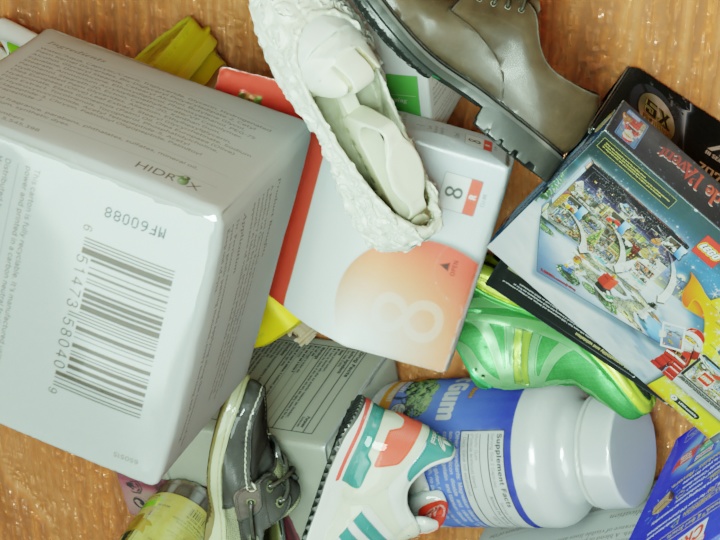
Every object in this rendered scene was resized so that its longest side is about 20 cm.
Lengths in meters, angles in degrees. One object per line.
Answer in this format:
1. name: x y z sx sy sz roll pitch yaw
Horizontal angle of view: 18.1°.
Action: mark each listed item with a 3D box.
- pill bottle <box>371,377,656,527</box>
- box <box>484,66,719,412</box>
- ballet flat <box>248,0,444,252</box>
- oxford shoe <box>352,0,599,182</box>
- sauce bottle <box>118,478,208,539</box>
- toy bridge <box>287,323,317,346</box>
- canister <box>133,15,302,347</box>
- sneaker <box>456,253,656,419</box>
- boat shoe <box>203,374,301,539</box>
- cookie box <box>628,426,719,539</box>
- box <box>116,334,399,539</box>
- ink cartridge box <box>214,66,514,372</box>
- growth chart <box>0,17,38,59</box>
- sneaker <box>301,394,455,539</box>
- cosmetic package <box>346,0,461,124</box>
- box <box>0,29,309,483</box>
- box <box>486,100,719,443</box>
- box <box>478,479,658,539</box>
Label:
1. pill bottle: 0.109 0.132 1.649 0.199 0.112 0.112 -5 122 31
2. box: 0.212 -0.009 1.498 0.200 0.086 0.164 33 133 3
3. ballet flat: 0.000 -0.101 1.399 0.072 0.072 0.200 -15 112 37
4. oxford shoe: 0.065 -0.150 1.402 0.200 0.073 0.084 40 95 -11
5. sauce bottle: -0.168 0.238 1.653 0.064 0.200 0.065 16 132 19
6. toy bridge: 0.000 0.000 1.640 0.027 0.067 0.200 42 134 -5
7. canister: -0.099 -0.061 1.596 0.086 0.149 0.200 -31 108 36
8. sneaker: 0.121 0.053 1.594 0.200 0.074 0.084 31 108 21
9. boat shoe: -0.074 0.156 1.630 0.066 0.072 0.201 13 130 7
10. cookie box: 0.259 0.163 1.525 0.075 0.200 0.171 42 134 -5
11. box: -0.078 0.125 1.740 0.199 0.128 0.109 7 128 26
12. ink cartridge box: -0.015 -0.033 1.489 0.199 0.050 0.163 14 118 -4
13. growth chart: -0.228 -0.089 1.687 0.144 0.018 0.201 18 125 50
14. sneaker: 0.009 0.184 1.615 0.093 0.070 0.200 19 122 1
15. cosmetic package: 0.005 -0.191 1.476 0.107 0.085 0.201 7 129 20
16. box: -0.165 -0.014 1.434 0.199 0.171 0.200 21 118 11
17. box: 0.197 0.004 1.430 0.200 0.038 0.137 41 134 -4
18. box: 0.188 0.293 1.686 0.199 0.171 0.200 -18 114 38
